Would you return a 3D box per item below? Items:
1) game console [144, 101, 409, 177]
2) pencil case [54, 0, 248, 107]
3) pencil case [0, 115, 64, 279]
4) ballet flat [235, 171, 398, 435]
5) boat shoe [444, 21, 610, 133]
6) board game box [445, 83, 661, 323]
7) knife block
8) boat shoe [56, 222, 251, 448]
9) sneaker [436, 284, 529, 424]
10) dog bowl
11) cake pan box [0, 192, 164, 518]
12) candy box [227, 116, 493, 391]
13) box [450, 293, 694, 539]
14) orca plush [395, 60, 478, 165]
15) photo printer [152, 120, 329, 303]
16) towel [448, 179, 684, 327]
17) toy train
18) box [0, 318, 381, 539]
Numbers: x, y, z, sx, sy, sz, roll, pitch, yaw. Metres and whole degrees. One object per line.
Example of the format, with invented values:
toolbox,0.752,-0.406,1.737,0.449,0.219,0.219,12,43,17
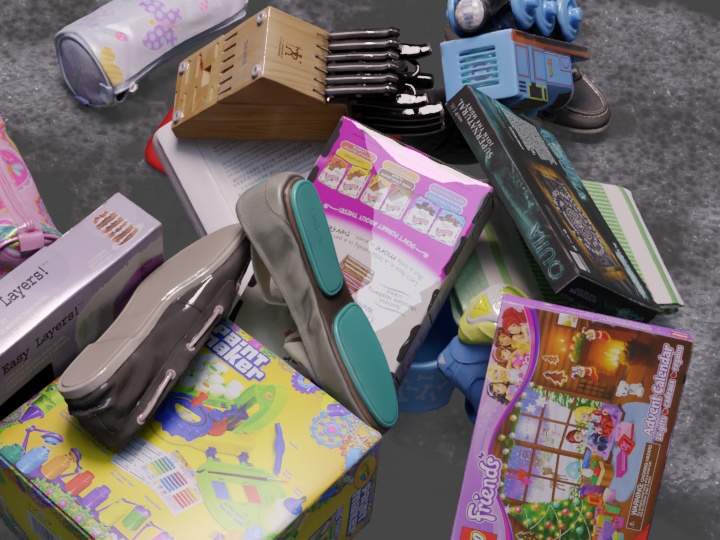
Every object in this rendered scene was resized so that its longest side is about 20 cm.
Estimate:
game console,-0.068,-0.121,1.214,0.200,0.119,0.172,32,23,20
pencil case,-0.202,-0.237,1.257,0.091,0.083,0.200,29,53,27
pencil case,-0.320,-0.067,1.103,0.087,0.088,0.200,-20,55,-20
ballet flat,-0.034,0.028,0.922,0.064,0.201,0.067,-17,8,27
boat shoe,0.163,-0.205,1.268,0.200,0.057,0.067,37,56,24
board game box,0.153,-0.050,1.023,0.135,0.028,0.200,21,36,-48
knife block,-0.035,-0.142,1.058,0.175,0.200,0.064,20,65,-35
boat shoe,-0.133,0.042,0.898,0.067,0.057,0.200,-5,32,40
sneaker,0.142,0.086,1.015,0.200,0.105,0.076,32,30,-27
dog bowl,0.082,0.043,1.067,0.199,0.050,0.112,-18,54,-20
cake pan box,-0.224,0.066,0.934,0.052,0.185,0.200,33,54,21
candy box,0.000,0.000,0.999,0.136,0.061,0.200,27,80,13
box,0.148,0.128,0.920,0.136,0.201,0.039,12,9,6
orca plush,0.090,-0.134,1.149,0.071,0.200,0.105,39,94,38
photo printer,-0.064,-0.066,1.096,0.166,0.069,0.200,-29,70,-4
towel,0.156,-0.018,1.077,0.199,0.023,0.153,-2,52,-17
toy train,0.139,-0.192,1.141,0.086,0.115,0.200,-4,1,30
box,-0.123,0.150,0.912,0.200,0.122,0.193,35,56,24
